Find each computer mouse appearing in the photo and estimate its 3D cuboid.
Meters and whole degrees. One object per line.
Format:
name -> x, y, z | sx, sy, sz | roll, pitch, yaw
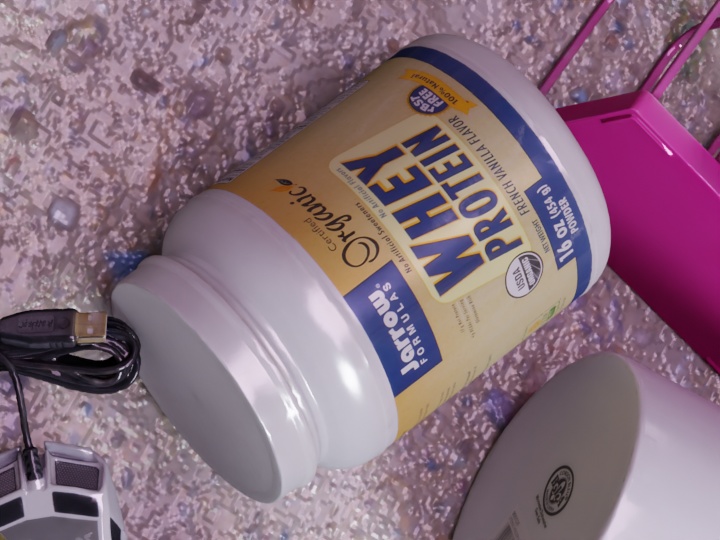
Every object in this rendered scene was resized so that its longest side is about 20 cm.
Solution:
computer mouse -> -0.144, 0.115, 1.254 | 0.109, 0.044, 0.201 | -7, 97, -3

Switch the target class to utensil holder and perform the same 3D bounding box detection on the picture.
utensil holder -> 0.165, 0.151, 1.335 | 0.200, 0.170, 0.170 | 30, 77, -20

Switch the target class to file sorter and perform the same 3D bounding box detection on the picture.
file sorter -> 0.194, -0.050, 1.368 | 0.200, 0.139, 0.126 | 44, 70, -18

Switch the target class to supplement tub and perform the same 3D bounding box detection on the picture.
supplement tub -> 0.000, 0.000, 1.272 | 0.200, 0.144, 0.145 | -37, 104, -21

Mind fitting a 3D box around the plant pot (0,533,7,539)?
plant pot -> -0.181, 0.241, 1.183 | 0.187, 0.187, 0.200 | -39, 119, -20
